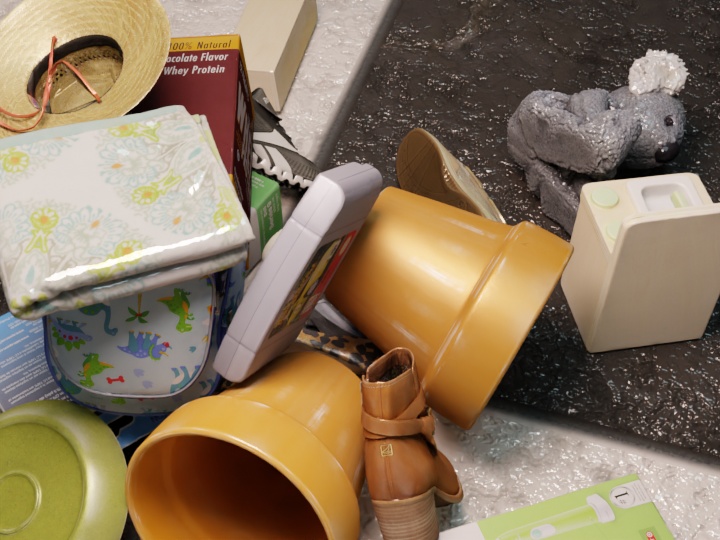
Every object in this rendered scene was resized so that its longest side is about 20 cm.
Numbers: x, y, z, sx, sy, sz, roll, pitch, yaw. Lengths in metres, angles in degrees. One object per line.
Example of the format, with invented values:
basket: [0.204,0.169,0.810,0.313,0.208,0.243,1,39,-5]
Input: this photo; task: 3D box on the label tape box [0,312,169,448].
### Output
label tape box: [-0.281,0.116,1.154,0.143,0.066,0.200,-30,61,-25]

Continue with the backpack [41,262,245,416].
backpack: [-0.197,0.034,1.046,0.182,0.201,0.147,5,29,-1]

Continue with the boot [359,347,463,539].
boot: [0.043,0.142,1.043,0.073,0.155,0.200,-9,9,6]

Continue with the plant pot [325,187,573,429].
plant pot: [0.074,0.019,1.131,0.183,0.200,0.200,30,53,7]

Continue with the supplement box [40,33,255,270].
supplement box: [-0.211,-0.115,1.184,0.196,0.133,0.201,-3,57,2]

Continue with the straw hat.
straw hat: [-0.256,-0.170,1.093,0.200,0.085,0.202,-6,60,10]

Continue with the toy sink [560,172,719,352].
toy sink: [0.295,-0.025,1.214,0.130,0.200,0.112,-8,50,-8]

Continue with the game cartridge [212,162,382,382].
game cartridge: [-0.054,0.002,1.020,0.041,0.200,0.133,34,19,13]

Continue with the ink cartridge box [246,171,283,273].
ink cartridge box: [-0.197,-0.032,1.273,0.146,0.084,0.200,25,53,19]

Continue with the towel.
towel: [-0.201,-0.055,0.959,0.199,0.048,0.171,-15,51,-15]

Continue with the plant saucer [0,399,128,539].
plant saucer: [-0.298,0.206,1.036,0.199,0.031,0.201,-8,66,18]

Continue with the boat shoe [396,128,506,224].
boat shoe: [0.106,-0.088,1.356,0.065,0.072,0.200,14,31,-41]

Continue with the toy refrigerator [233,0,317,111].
toy refrigerator: [-0.116,-0.292,1.519,0.076,0.070,0.200,6,48,11]

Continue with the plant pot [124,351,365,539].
plant pot: [-0.074,0.170,1.044,0.199,0.201,0.183,20,36,15]

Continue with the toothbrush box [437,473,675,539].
toothbrush box: [0.175,0.279,1.015,0.199,0.086,0.146,-13,50,-15]

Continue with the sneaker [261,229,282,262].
sneaker: [0.000,-0.001,1.259,0.199,0.077,0.111,-4,39,-15]

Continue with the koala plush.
koala plush: [0.291,-0.156,1.354,0.200,0.178,0.184,-28,45,-20]

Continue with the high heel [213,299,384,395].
high heel: [-0.063,0.104,1.165,0.200,0.072,0.142,-24,47,-33]

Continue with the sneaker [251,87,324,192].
sneaker: [-0.113,-0.156,1.341,0.199,0.091,0.066,26,1,-20]
